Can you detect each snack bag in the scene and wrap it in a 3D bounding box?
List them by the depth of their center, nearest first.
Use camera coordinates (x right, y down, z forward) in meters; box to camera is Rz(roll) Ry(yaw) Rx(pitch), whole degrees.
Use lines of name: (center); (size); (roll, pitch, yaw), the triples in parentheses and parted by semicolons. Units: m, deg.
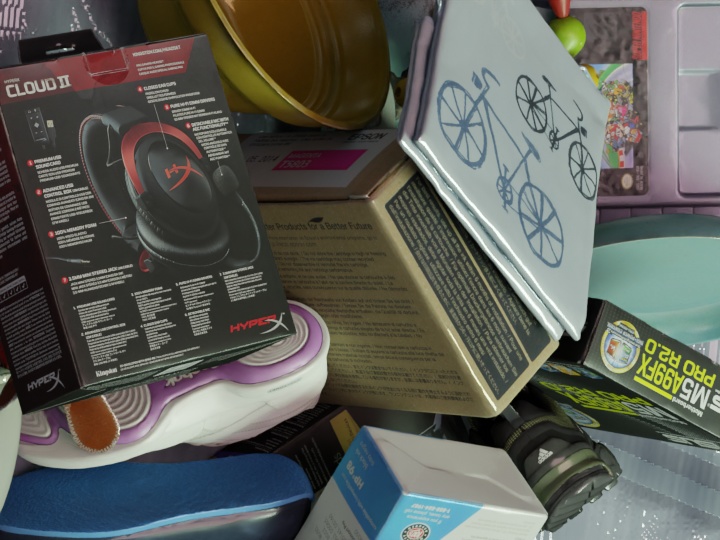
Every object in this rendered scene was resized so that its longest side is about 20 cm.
snack bag: (0.087, -0.088, 1.669); (0.189, 0.021, 0.201); (48, 38, -36)

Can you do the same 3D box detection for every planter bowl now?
planter bowl: (-0.074, -0.157, 1.687); (0.200, 0.083, 0.201); (39, 36, -36)

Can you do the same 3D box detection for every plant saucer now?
plant saucer: (0.193, 0.005, 1.855); (0.199, 0.200, 0.028); (14, 63, -35)

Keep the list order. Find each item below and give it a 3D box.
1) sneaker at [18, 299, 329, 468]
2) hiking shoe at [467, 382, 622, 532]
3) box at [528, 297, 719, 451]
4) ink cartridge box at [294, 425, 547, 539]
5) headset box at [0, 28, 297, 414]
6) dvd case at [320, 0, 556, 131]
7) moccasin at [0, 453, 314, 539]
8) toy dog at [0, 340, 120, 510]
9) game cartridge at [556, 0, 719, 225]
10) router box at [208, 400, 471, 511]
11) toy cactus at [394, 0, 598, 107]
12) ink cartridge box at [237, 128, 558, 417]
sneaker: (-0.111, 0.085, 1.701); (0.199, 0.100, 0.075); (-15, 60, -5)
hiking shoe: (0.114, 0.109, 1.822); (0.076, 0.200, 0.101); (-35, 86, -4)
box: (0.140, 0.060, 1.808); (0.160, 0.199, 0.045); (29, 78, -34)
ink cartridge box: (0.011, 0.197, 1.720); (0.115, 0.067, 0.201); (12, 119, -37)
headset box: (-0.138, -0.037, 1.573); (0.148, 0.075, 0.201); (-14, 84, -37)
dvd case: (0.063, -0.106, 1.826); (0.199, 0.022, 0.147); (8, 90, -35)
moccasin: (-0.125, 0.159, 1.693); (0.198, 0.081, 0.069); (-1, 125, -10)
toy dog: (-0.198, 0.091, 1.604); (0.131, 0.096, 0.201); (6, 116, -51)
game cartridge: (0.192, -0.110, 1.850); (0.129, 0.038, 0.202); (-2, 97, -7)
router box: (0.010, 0.166, 1.819); (0.157, 0.052, 0.201); (-34, 113, -27)
toy cactus: (0.084, -0.081, 1.782); (0.200, 0.102, 0.166); (-45, 131, -37)
ink cartridge box: (0.000, 0.000, 1.704); (0.075, 0.199, 0.165); (-44, 118, -29)
